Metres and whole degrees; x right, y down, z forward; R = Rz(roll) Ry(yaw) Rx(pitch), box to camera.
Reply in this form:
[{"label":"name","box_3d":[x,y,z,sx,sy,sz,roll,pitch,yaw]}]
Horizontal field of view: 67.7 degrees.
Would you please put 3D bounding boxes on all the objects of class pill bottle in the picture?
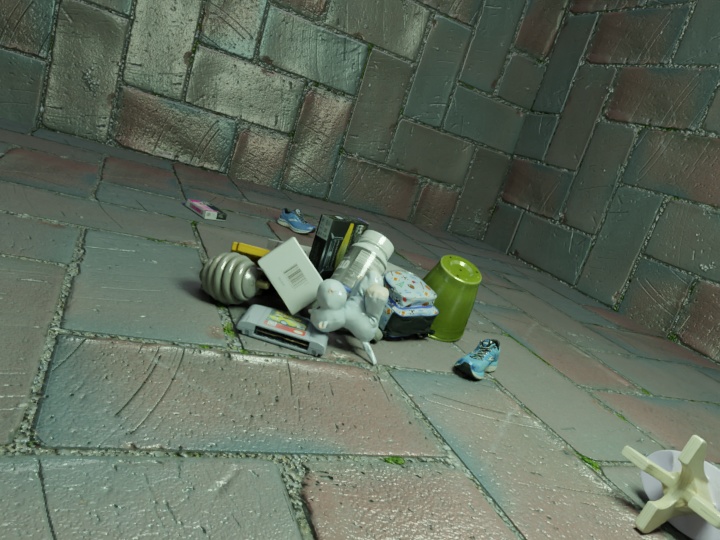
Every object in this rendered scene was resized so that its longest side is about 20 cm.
[{"label":"pill bottle","box_3d":[0.000,0.000,1.410,0.113,0.201,0.114,28,-21,12]}]

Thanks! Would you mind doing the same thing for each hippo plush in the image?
[{"label":"hippo plush","box_3d":[-0.039,0.088,1.243,0.160,0.201,0.159,7,15,-17]}]

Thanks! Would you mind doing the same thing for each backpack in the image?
[{"label":"backpack","box_3d":[0.100,0.085,1.469,0.199,0.155,0.190,7,22,-42]}]

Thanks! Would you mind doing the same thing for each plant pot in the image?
[{"label":"plant pot","box_3d":[0.252,0.066,1.560,0.199,0.194,0.201,16,34,-11]}]

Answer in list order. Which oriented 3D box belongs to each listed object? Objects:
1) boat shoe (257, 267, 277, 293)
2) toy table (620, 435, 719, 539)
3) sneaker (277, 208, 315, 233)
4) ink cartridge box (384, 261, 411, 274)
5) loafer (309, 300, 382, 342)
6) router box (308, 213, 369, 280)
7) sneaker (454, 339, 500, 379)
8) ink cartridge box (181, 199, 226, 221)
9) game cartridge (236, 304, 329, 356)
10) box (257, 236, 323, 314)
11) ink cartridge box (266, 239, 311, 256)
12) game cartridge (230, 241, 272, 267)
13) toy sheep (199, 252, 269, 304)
[{"label":"boat shoe","box_3d":[-0.292,0.026,1.418,0.199,0.072,0.068,27,43,-24]},{"label":"toy table","box_3d":[0.556,0.379,0.922,0.117,0.185,0.200,28,-6,-31]},{"label":"sneaker","box_3d":[-0.277,-0.219,2.343,0.199,0.090,0.078,25,16,26]},{"label":"ink cartridge box","box_3d":[0.036,0.008,1.680,0.199,0.086,0.146,28,16,29]},{"label":"loafer","box_3d":[-0.037,0.127,1.356,0.199,0.070,0.070,32,-19,7]},{"label":"router box","box_3d":[-0.070,-0.057,1.549,0.052,0.201,0.157,30,18,36]},{"label":"sneaker","box_3d":[0.305,0.216,1.381,0.078,0.091,0.200,25,16,28]},{"label":"ink cartridge box","box_3d":[-0.619,-0.245,2.124,0.094,0.037,0.199,4,18,-46]},{"label":"game cartridge","box_3d":[-0.170,0.132,1.219,0.199,0.041,0.133,17,10,-4]},{"label":"box","box_3d":[-0.168,0.007,1.335,0.153,0.106,0.200,56,-5,-7]},{"label":"ink cartridge box","box_3d":[-0.215,-0.053,1.728,0.116,0.068,0.200,10,3,-32]},{"label":"game cartridge","box_3d":[-0.282,-0.029,1.522,0.175,0.033,0.200,15,-16,-13]},{"label":"toy sheep","box_3d":[-0.302,0.020,1.289,0.199,0.139,0.138,3,7,22]}]
